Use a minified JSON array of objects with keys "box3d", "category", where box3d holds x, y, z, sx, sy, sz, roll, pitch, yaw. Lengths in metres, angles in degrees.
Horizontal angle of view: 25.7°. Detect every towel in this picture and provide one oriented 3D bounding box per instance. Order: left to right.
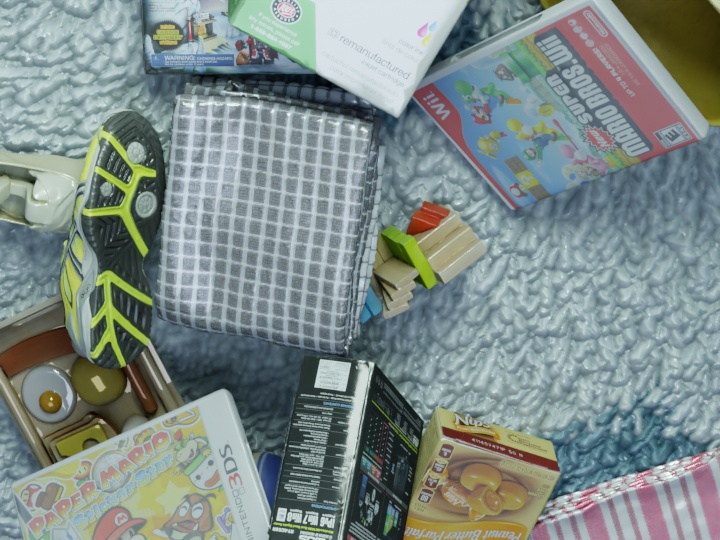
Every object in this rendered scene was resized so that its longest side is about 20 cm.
[{"box3d":[-0.071,-0.044,1.217,0.164,0.086,0.201,10,106,13],"category":"towel"},{"box3d":[0.258,0.254,1.449,0.199,0.030,0.147,-19,116,6],"category":"towel"}]

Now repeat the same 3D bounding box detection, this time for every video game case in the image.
[{"box3d":[-0.168,0.213,1.259,0.199,0.183,0.023,-24,153,5],"category":"video game case"},{"box3d":[0.146,-0.125,1.205,0.143,0.017,0.199,46,141,-21],"category":"video game case"}]

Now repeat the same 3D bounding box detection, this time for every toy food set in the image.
[{"box3d":[-0.230,0.118,1.325,0.143,0.060,0.201,-25,100,9],"category":"toy food set"}]

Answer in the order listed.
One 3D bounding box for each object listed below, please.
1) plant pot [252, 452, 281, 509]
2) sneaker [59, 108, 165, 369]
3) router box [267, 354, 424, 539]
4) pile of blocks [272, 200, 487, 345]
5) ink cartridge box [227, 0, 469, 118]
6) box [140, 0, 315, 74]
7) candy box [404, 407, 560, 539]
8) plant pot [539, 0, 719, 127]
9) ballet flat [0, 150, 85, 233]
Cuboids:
[{"box3d":[-0.123,0.279,1.356,0.199,0.200,0.181,-19,108,7],"category":"plant pot"},{"box3d":[-0.203,-0.028,1.225,0.075,0.076,0.201,-2,106,-44],"category":"sneaker"},{"box3d":[-0.008,0.168,1.276,0.062,0.151,0.200,5,162,16],"category":"router box"},{"box3d":[0.000,0.000,1.284,0.199,0.082,0.062,-27,115,11],"category":"pile of blocks"},{"box3d":[0.014,-0.235,1.125,0.145,0.088,0.201,28,108,-14],"category":"ink cartridge box"},{"box3d":[-0.067,-0.219,1.198,0.198,0.040,0.138,-1,115,-2],"category":"box"},{"box3d":[0.085,0.230,1.415,0.115,0.055,0.201,18,114,-11],"category":"candy box"},{"box3d":[0.242,-0.225,1.143,0.200,0.200,0.142,45,76,-21],"category":"plant pot"},{"box3d":[-0.275,-0.060,1.251,0.199,0.070,0.070,10,115,-8],"category":"ballet flat"}]
